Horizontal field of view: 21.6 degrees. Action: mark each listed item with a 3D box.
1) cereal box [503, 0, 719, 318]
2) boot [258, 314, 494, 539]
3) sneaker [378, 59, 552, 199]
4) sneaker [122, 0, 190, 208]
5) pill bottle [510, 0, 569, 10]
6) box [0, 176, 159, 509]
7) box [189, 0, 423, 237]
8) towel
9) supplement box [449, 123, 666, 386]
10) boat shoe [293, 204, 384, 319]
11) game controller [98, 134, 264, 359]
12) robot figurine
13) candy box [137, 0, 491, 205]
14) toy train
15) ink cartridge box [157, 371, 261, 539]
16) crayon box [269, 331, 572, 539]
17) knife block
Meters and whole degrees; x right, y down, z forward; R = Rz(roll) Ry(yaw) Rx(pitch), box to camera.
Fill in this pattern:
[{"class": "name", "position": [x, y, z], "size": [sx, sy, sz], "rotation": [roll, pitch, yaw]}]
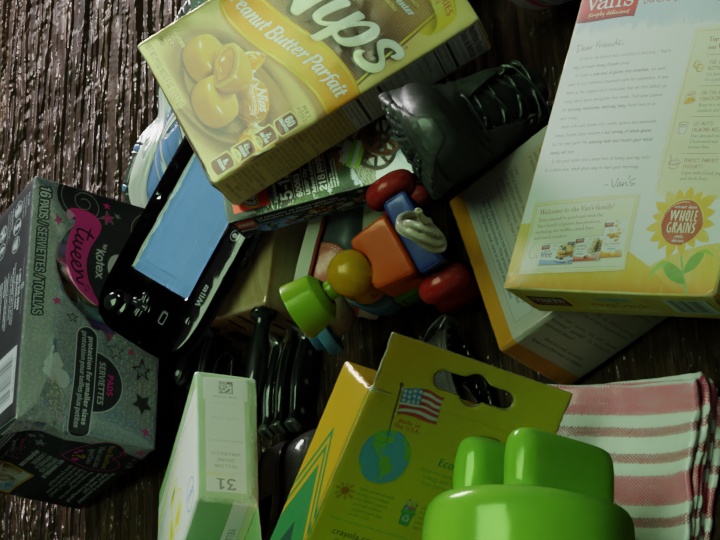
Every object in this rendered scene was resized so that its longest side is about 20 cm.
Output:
[{"class": "cereal box", "position": [0.168, -0.074, 1.049], "size": [0.144, 0.040, 0.200], "rotation": [2, 69, 45]}, {"class": "boot", "position": [0.017, 0.140, 1.172], "size": [0.174, 0.069, 0.200], "rotation": [-34, 48, 26]}, {"class": "sneaker", "position": [0.071, -0.097, 1.174], "size": [0.091, 0.200, 0.076], "rotation": [-29, 90, 15]}, {"class": "sneaker", "position": [-0.116, -0.127, 1.458], "size": [0.077, 0.076, 0.200], "rotation": [12, 87, 41]}, {"class": "pill bottle", "position": [0.174, -0.243, 1.197], "size": [0.200, 0.109, 0.109], "rotation": [-13, 59, 40]}, {"class": "box", "position": [-0.222, 0.055, 1.405], "size": [0.132, 0.115, 0.200], "rotation": [-39, 44, 47]}, {"class": "box", "position": [-0.037, -0.135, 1.274], "size": [0.136, 0.038, 0.200], "rotation": [-15, 72, 10]}, {"class": "towel", "position": [0.131, 0.157, 1.078], "size": [0.146, 0.030, 0.200], "rotation": [-7, 64, 43]}, {"class": "supplement box", "position": [0.162, -0.041, 1.122], "size": [0.200, 0.073, 0.126], "rotation": [-37, 46, 25]}, {"class": "boat shoe", "position": [0.006, -0.063, 1.303], "size": [0.062, 0.071, 0.200], "rotation": [14, 71, 4]}, {"class": "game controller", "position": [-0.109, -0.036, 1.319], "size": [0.104, 0.042, 0.200], "rotation": [27, 89, 49]}, {"class": "robot figurine", "position": [0.086, 0.188, 1.004], "size": [0.175, 0.116, 0.200], "rotation": [-16, 62, 50]}, {"class": "candy box", "position": [-0.030, -0.145, 1.224], "size": [0.200, 0.055, 0.116], "rotation": [-32, 71, 5]}, {"class": "toy train", "position": [0.000, 0.000, 1.158], "size": [0.116, 0.200, 0.085], "rotation": [-31, 80, 6]}, {"class": "ink cartridge box", "position": [-0.097, 0.188, 1.211], "size": [0.146, 0.048, 0.200], "rotation": [111, 162, -46]}, {"class": "crayon box", "position": [0.026, 0.138, 1.092], "size": [0.200, 0.127, 0.051], "rotation": [-67, 24, 7]}, {"class": "knife block", "position": [-0.057, 0.011, 1.321], "size": [0.200, 0.064, 0.176], "rotation": [-53, 42, 8]}]
